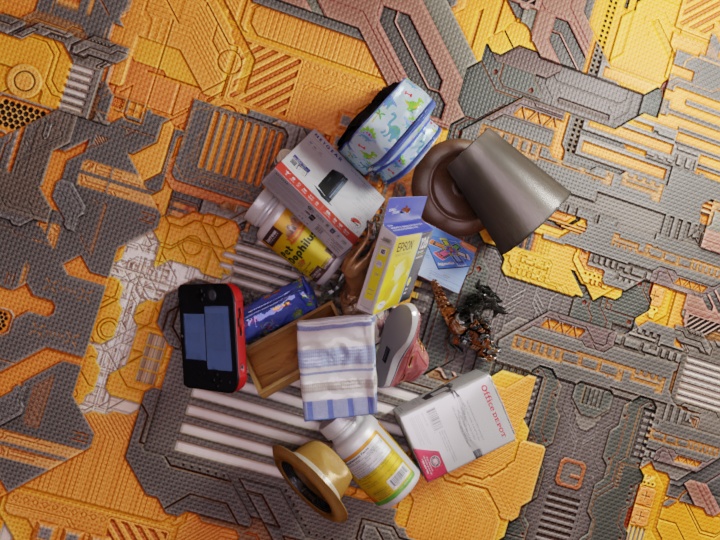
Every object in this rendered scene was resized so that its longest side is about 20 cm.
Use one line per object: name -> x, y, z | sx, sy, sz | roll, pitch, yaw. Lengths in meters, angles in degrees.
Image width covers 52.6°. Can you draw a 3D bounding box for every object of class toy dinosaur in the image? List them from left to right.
toy dinosaur -> 0.000, 0.000, 1.427 | 0.088, 0.047, 0.200 | 34, 91, -44
toy dinosaur -> 0.218, 0.096, 1.456 | 0.136, 0.102, 0.200 | -42, 122, 13

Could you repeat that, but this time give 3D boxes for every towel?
towel -> -0.040, 0.179, 1.341 | 0.146, 0.024, 0.201 | -4, 103, -7

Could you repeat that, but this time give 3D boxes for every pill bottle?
pill bottle -> -0.121, -0.071, 1.399 | 0.200, 0.109, 0.109 | 37, 86, -6
pill bottle -> 0.013, 0.353, 1.420 | 0.111, 0.111, 0.200 | -42, 95, -5

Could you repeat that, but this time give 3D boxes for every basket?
basket -> 0.273, -0.165, 1.407 | 0.180, 0.136, 0.200 | -42, 92, 0

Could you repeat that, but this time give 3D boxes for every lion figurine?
lion figurine -> -0.003, 0.006, 1.335 | 0.072, 0.200, 0.122 | 33, 67, 32

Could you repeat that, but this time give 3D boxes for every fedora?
fedora -> -0.080, 0.385, 1.382 | 0.082, 0.200, 0.201 | -40, 95, -27

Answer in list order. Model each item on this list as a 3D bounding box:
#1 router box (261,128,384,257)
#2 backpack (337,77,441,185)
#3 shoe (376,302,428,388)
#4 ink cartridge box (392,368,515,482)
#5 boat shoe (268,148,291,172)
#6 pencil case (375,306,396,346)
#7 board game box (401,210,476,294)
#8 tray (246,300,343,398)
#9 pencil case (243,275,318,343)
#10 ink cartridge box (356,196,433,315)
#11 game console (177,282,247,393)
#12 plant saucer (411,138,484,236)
router box -> -0.065, -0.150, 1.375 | 0.200, 0.180, 0.049 | 44, 129, -9
backpack -> 0.063, -0.262, 1.376 | 0.147, 0.200, 0.183 | 41, 85, -6
shoe -> 0.092, 0.142, 1.408 | 0.091, 0.072, 0.201 | -5, 129, -33
ink cartridge box -> 0.186, 0.306, 1.456 | 0.199, 0.083, 0.146 | -24, 93, -7
boat shoe -> -0.096, -0.153, 1.438 | 0.200, 0.073, 0.062 | 41, 129, -13
pencil case -> -0.009, 0.125, 1.430 | 0.200, 0.078, 0.090 | -37, 123, -5
board game box -> 0.133, -0.037, 1.449 | 0.199, 0.019, 0.103 | 24, 88, -25
tray -> -0.118, 0.150, 1.382 | 0.199, 0.037, 0.099 | -28, 62, -2
pencil case -> -0.179, 0.082, 1.406 | 0.199, 0.087, 0.078 | -25, 76, -8
ink cartridge box -> 0.073, -0.031, 1.315 | 0.047, 0.197, 0.201 | 25, 106, 20
game console -> -0.282, 0.125, 1.365 | 0.176, 0.031, 0.201 | -2, 91, 38
plant saucer -> 0.204, -0.170, 1.479 | 0.199, 0.037, 0.202 | 0, 90, -7
